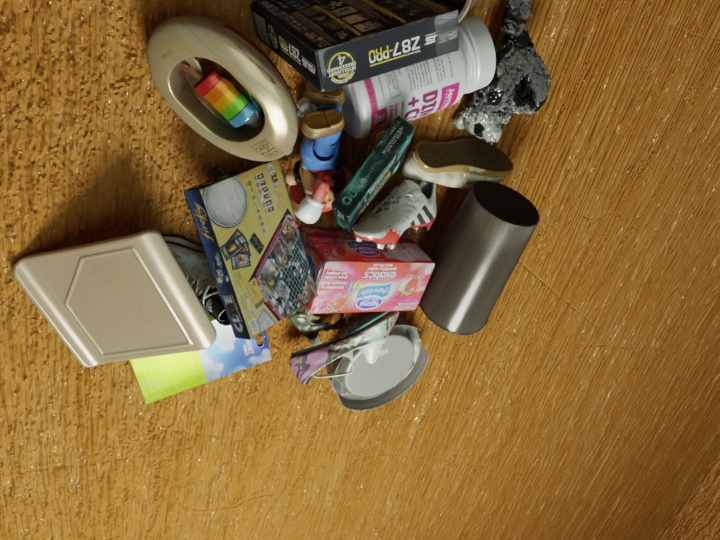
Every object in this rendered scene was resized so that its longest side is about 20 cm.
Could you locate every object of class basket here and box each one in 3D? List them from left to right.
[{"bbox_3d":[0.186,-0.027,0.991,0.136,0.181,0.200,21,128,-3],"label":"basket"}]

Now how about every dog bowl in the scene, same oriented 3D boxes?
[{"bbox_3d":[0.027,0.161,1.138,0.200,0.059,0.201,-17,130,-21],"label":"dog bowl"}]

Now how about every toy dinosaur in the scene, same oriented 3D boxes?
[{"bbox_3d":[-0.072,0.081,1.029,0.088,0.048,0.200,-29,138,-5],"label":"toy dinosaur"}]

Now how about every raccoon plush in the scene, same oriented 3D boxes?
[{"bbox_3d":[0.204,-0.287,0.913,0.097,0.134,0.201,15,83,-22],"label":"raccoon plush"}]

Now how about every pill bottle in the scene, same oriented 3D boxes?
[{"bbox_3d":[0.065,-0.254,0.804,0.200,0.113,0.114,-23,133,-15],"label":"pill bottle"}]

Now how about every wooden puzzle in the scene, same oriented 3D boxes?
[{"bbox_3d":[-0.307,0.039,0.799,0.199,0.037,0.185,-12,125,12],"label":"wooden puzzle"}]

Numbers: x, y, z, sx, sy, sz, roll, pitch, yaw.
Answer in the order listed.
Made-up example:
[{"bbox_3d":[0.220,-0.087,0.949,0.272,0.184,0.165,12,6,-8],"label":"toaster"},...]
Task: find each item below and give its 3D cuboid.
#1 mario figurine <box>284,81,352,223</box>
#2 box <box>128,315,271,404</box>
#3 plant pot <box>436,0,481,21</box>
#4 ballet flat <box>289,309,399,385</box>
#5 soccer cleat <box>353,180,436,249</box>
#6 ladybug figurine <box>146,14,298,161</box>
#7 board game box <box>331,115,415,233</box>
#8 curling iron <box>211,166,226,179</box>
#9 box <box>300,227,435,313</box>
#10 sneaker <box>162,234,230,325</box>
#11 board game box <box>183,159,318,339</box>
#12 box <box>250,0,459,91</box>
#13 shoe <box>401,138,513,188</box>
[{"bbox_3d":[-0.068,-0.145,0.809,0.124,0.106,0.200,-50,165,-27],"label":"mario figurine"},{"bbox_3d":[-0.242,0.115,0.943,0.199,0.048,0.122,-18,131,-18],"label":"box"},{"bbox_3d":[0.130,-0.405,0.689,0.198,0.200,0.201,-34,135,-16],"label":"plant pot"},{"bbox_3d":[-0.018,0.129,1.017,0.200,0.071,0.069,-26,176,3],"label":"ballet flat"},{"bbox_3d":[0.055,-0.089,0.929,0.200,0.068,0.085,-22,126,-51],"label":"soccer cleat"},{"bbox_3d":[-0.147,-0.209,0.715,0.135,0.072,0.200,-20,130,33],"label":"ladybug figurine"},{"bbox_3d":[0.014,-0.119,0.831,0.028,0.200,0.135,36,87,1],"label":"board game box"},{"bbox_3d":[-0.153,-0.065,0.875,0.050,0.026,0.200,-34,134,-9],"label":"curling iron"},{"bbox_3d":[0.000,0.000,0.969,0.199,0.100,0.096,0,123,-33],"label":"box"},{"bbox_3d":[-0.224,0.015,0.830,0.200,0.115,0.076,3,122,-33],"label":"sneaker"},{"bbox_3d":[-0.136,-0.030,0.817,0.135,0.035,0.201,-33,115,-44],"label":"board game box"},{"bbox_3d":[-0.013,-0.269,0.686,0.161,0.200,0.049,-24,131,-16],"label":"box"},{"bbox_3d":[0.151,-0.164,0.969,0.199,0.070,0.053,-2,152,-31],"label":"shoe"}]
